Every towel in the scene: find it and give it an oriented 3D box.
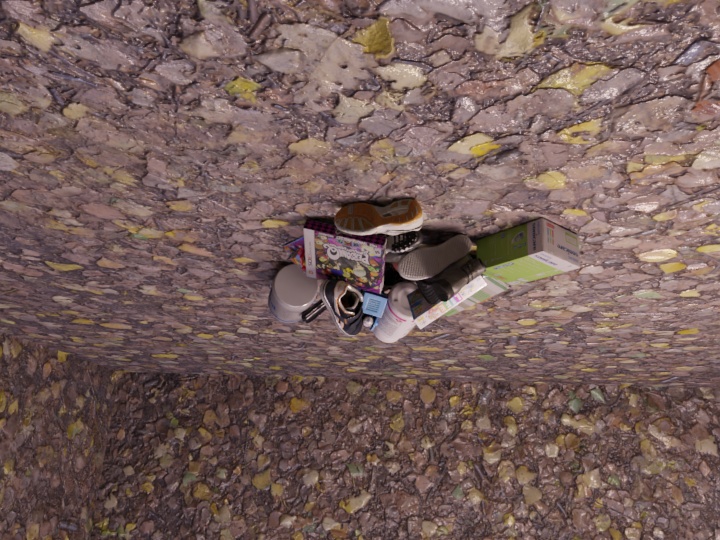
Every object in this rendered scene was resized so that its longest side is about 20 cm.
[{"bbox_3d":[0.281,0.059,1.718,0.199,0.031,0.149,-28,151,23],"label":"towel"}]

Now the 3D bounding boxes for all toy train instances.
[{"bbox_3d":[0.015,0.088,1.804,0.086,0.115,0.200,18,-168,-13],"label":"toy train"}]

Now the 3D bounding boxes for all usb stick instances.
[{"bbox_3d":[-0.089,0.083,1.885,0.199,0.033,0.056,-38,165,-8],"label":"usb stick"}]

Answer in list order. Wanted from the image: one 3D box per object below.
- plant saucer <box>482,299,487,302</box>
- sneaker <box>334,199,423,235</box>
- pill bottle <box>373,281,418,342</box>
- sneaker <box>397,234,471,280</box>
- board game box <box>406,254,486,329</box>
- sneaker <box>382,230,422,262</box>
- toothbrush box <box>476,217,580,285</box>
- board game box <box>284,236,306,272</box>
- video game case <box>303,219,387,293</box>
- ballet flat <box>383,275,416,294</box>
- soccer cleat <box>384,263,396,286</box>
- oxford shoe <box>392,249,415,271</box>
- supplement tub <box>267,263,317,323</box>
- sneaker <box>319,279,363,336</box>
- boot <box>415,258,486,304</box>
[{"bbox_3d":[0.316,0.051,1.793,0.198,0.038,0.201,-16,155,-8],"label":"plant saucer"},{"bbox_3d":[0.043,-0.103,1.429,0.198,0.076,0.088,-1,161,15],"label":"sneaker"},{"bbox_3d":[0.104,0.123,1.816,0.112,0.114,0.200,8,150,-14],"label":"pill bottle"},{"bbox_3d":[0.166,-0.020,1.573,0.199,0.073,0.114,-19,177,-22],"label":"sneaker"},{"bbox_3d":[0.214,0.051,1.642,0.199,0.135,0.034,-35,112,12],"label":"board game box"},{"bbox_3d":[0.094,-0.062,1.570,0.090,0.067,0.199,9,163,-36],"label":"sneaker"},{"bbox_3d":[0.395,-0.039,1.539,0.145,0.087,0.199,18,157,-34],"label":"toothbrush box"},{"bbox_3d":[-0.112,-0.018,1.668,0.158,0.039,0.199,41,145,-24],"label":"board game box"},{"bbox_3d":[-0.038,-0.032,1.564,0.198,0.036,0.182,13,142,8],"label":"video game case"},{"bbox_3d":[0.123,0.042,1.857,0.198,0.073,0.072,-5,160,23],"label":"ballet flat"},{"bbox_3d":[0.000,0.000,1.778,0.198,0.069,0.073,9,177,-17],"label":"soccer cleat"},{"bbox_3d":[0.179,-0.008,1.700,0.199,0.071,0.075,14,152,-34],"label":"oxford shoe"},{"bbox_3d":[-0.201,0.070,1.900,0.130,0.133,0.200,7,160,-10],"label":"supplement tub"},{"bbox_3d":[-0.029,0.102,1.638,0.079,0.079,0.201,3,143,32],"label":"sneaker"},{"bbox_3d":[0.220,0.021,1.562,0.130,0.068,0.200,-32,-171,-14],"label":"boot"}]
